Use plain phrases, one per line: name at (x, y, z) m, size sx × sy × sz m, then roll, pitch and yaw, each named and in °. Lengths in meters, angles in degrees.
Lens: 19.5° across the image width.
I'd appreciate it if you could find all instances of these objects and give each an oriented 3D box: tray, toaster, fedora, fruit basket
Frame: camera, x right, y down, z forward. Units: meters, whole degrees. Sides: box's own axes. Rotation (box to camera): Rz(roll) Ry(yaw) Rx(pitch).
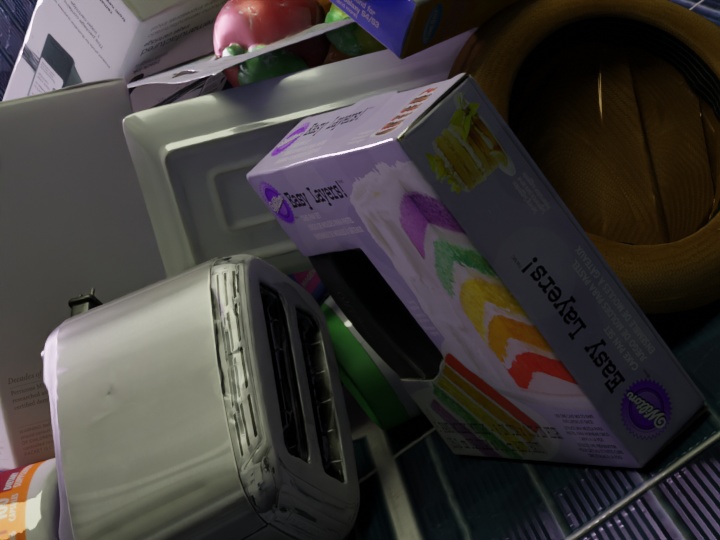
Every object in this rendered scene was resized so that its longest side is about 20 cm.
tray at (-0.018, -0.052, 1.096) m, size 0.198 × 0.108 × 0.022 m, roll -14°, pitch 19°, yaw 5°
toaster at (-0.081, 0.080, 1.071) m, size 0.128 × 0.114 × 0.202 m, roll -24°, pitch 56°, yaw 21°
fedora at (0.128, -0.051, 1.066) m, size 0.200 × 0.200 × 0.082 m, roll -42°, pitch -18°, yaw -28°
fruit basket at (-0.023, -0.132, 1.186) m, size 0.199 × 0.094 × 0.185 m, roll -29°, pitch 13°, yaw -22°

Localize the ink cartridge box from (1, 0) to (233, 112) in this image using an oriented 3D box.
ink cartridge box at (-0.132, -0.148, 1.314) m, size 0.146 × 0.083 × 0.200 m, roll -31°, pitch -15°, yaw -35°

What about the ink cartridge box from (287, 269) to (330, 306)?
ink cartridge box at (0.000, 0.000, 1.220) m, size 0.199 × 0.042 × 0.120 m, roll -19°, pitch -25°, yaw -40°

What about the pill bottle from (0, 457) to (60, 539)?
pill bottle at (-0.230, 0.177, 1.131) m, size 0.198 × 0.115 × 0.114 m, roll -16°, pitch 17°, yaw 14°

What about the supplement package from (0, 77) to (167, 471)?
supplement package at (-0.184, 0.004, 1.210) m, size 0.119 × 0.202 × 0.121 m, roll -14°, pitch 2°, yaw -26°

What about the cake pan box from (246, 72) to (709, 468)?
cake pan box at (0.046, 0.005, 0.964) m, size 0.052 × 0.185 × 0.200 m, roll -40°, pitch 14°, yaw -20°

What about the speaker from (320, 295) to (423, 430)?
speaker at (0.070, -0.001, 1.155) m, size 0.199 × 0.089 × 0.088 m, roll -37°, pitch 12°, yaw -6°

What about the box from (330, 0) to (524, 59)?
box at (0.036, -0.179, 1.099) m, size 0.199 × 0.119 × 0.042 m, roll -28°, pitch -31°, yaw -38°
